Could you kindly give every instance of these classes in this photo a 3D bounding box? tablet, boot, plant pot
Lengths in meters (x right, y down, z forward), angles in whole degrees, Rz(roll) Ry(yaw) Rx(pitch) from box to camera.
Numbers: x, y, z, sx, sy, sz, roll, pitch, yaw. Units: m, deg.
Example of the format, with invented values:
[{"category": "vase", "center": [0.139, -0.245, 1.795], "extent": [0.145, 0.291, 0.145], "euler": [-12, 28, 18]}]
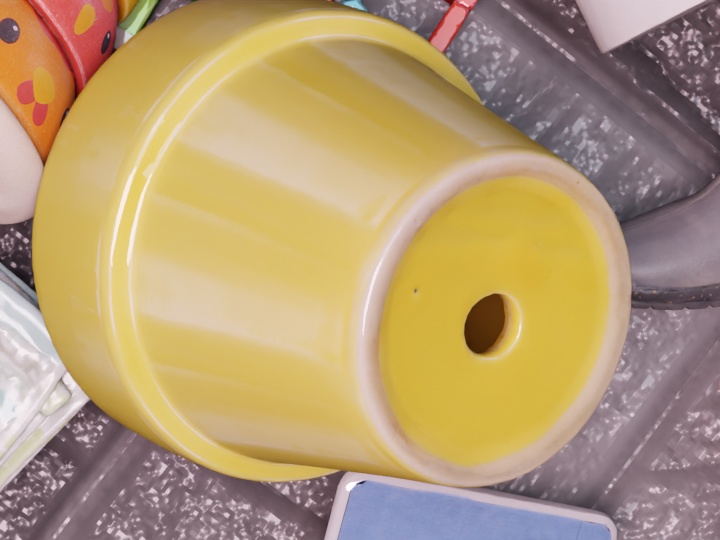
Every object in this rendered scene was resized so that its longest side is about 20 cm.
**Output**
[{"category": "tablet", "center": [0.028, 0.189, 1.162], "extent": [0.130, 0.014, 0.201], "euler": [12, 99, -18]}, {"category": "boot", "center": [0.180, -0.067, 1.161], "extent": [0.200, 0.070, 0.132], "euler": [-18, 118, -16]}, {"category": "plant pot", "center": [0.000, 0.000, 1.069], "extent": [0.200, 0.189, 0.201], "euler": [-11, 109, -32]}]

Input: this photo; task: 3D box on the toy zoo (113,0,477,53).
[{"category": "toy zoo", "center": [-0.006, -0.150, 1.192], "extent": [0.131, 0.020, 0.200], "euler": [32, 86, -3]}]

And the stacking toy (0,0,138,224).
[{"category": "stacking toy", "center": [-0.138, -0.133, 1.141], "extent": [0.146, 0.146, 0.200], "euler": [40, 70, -3]}]

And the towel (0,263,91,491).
[{"category": "towel", "center": [-0.232, 0.038, 1.136], "extent": [0.200, 0.048, 0.171], "euler": [41, 100, -3]}]

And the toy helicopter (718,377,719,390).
[{"category": "toy helicopter", "center": [0.209, 0.107, 1.115], "extent": [0.079, 0.200, 0.132], "euler": [-44, 110, -4]}]

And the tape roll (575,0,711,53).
[{"category": "tape roll", "center": [0.175, -0.165, 1.119], "extent": [0.202, 0.202, 0.071], "euler": [-27, 90, -5]}]
